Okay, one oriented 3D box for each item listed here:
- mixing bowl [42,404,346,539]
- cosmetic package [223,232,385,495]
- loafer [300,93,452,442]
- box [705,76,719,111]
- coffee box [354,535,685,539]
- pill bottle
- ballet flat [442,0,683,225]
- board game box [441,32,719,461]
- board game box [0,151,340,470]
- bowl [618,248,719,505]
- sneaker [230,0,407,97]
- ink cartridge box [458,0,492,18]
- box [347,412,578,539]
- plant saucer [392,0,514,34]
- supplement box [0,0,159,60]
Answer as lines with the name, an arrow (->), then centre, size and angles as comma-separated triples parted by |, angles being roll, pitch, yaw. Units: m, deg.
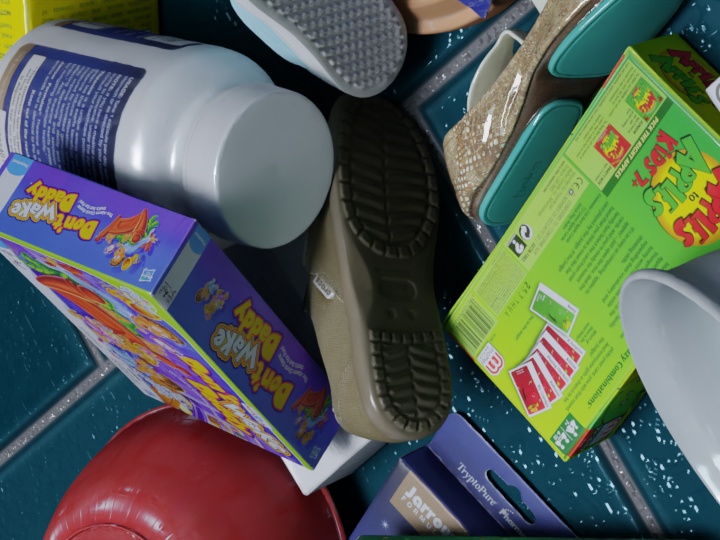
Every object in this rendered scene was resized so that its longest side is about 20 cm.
mixing bowl -> -0.117, 0.184, 1.204 | 0.198, 0.108, 0.203 | 4, 98, 28
cosmetic package -> -0.048, 0.022, 1.201 | 0.083, 0.050, 0.201 | -43, 74, 40
loafer -> 0.000, 0.000, 1.105 | 0.067, 0.075, 0.202 | -30, 55, 46
box -> 0.251, -0.024, 0.887 | 0.060, 0.116, 0.201 | -43, 75, 40
coffee box -> 0.089, 0.206, 1.107 | 0.198, 0.044, 0.124 | -2, 112, 28
pill bottle -> -0.109, -0.071, 1.117 | 0.199, 0.110, 0.112 | 17, 114, 45
ballet flat -> 0.096, -0.110, 1.030 | 0.201, 0.070, 0.066 | -54, 54, 33
board game box -> 0.131, -0.009, 1.039 | 0.102, 0.047, 0.201 | 47, 129, 19
board game box -> -0.103, 0.024, 1.100 | 0.134, 0.045, 0.200 | 20, 160, 35
bowl -> 0.212, 0.061, 0.938 | 0.202, 0.090, 0.201 | 53, 169, 14
sneaker -> -0.054, -0.163, 1.048 | 0.082, 0.074, 0.200 | 25, 160, 41
ink cartridge box -> -0.006, -0.234, 0.997 | 0.199, 0.041, 0.201 | 31, 140, 16
box -> 0.041, 0.190, 1.190 | 0.121, 0.032, 0.201 | 45, 127, 21
plant saucer -> 0.024, -0.224, 1.078 | 0.199, 0.032, 0.203 | 13, 111, 38
supplement box -> -0.196, -0.142, 1.239 | 0.109, 0.108, 0.202 | 12, 111, 38
